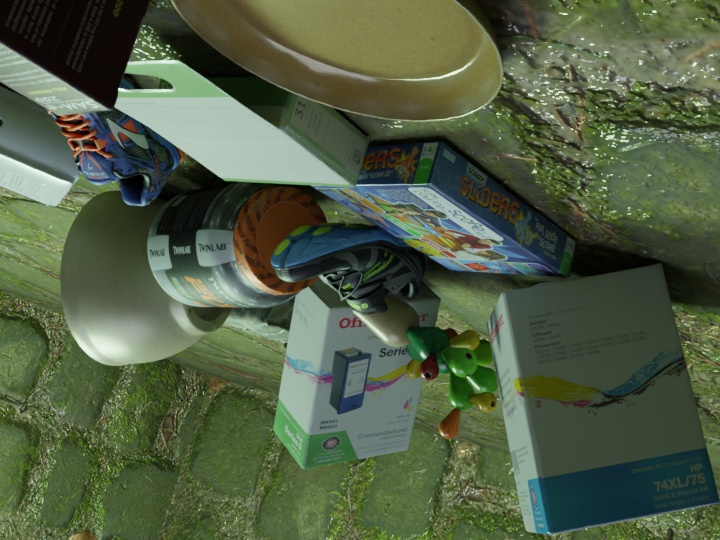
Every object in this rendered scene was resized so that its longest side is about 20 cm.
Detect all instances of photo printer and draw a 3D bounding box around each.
[{"bbox_3d":[-0.369,-0.136,0.935,0.197,0.071,0.166,23,167,-20],"label":"photo printer"}]

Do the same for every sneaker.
[{"bbox_3d":[0.000,0.000,0.875,0.070,0.085,0.198,9,-175,38],"label":"sneaker"},{"bbox_3d":[-0.212,-0.113,0.801,0.074,0.080,0.200,9,165,28],"label":"sneaker"}]

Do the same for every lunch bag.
[{"bbox_3d":[-0.062,0.042,1.176,0.198,0.120,0.163,20,171,-34],"label":"lunch bag"}]

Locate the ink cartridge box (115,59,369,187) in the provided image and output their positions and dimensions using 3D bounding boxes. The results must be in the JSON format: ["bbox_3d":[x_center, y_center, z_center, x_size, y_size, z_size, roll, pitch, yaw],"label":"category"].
[{"bbox_3d":[-0.105,-0.120,0.699,0.143,0.049,0.199,8,164,36],"label":"ink cartridge box"}]

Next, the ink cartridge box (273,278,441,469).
[{"bbox_3d":[-0.006,0.105,1.074,0.143,0.204,0.087,-3,-155,-31],"label":"ink cartridge box"}]

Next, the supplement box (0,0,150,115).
[{"bbox_3d":[-0.195,-0.171,0.467,0.060,0.111,0.199,4,161,41],"label":"supplement box"}]

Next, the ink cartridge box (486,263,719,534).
[{"bbox_3d":[0.204,0.117,0.855,0.143,0.204,0.147,-10,166,0],"label":"ink cartridge box"}]

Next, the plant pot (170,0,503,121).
[{"bbox_3d":[-0.013,-0.141,0.538,0.196,0.028,0.200,17,168,4],"label":"plant pot"}]

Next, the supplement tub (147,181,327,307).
[{"bbox_3d":[-0.121,-0.025,0.949,0.121,0.125,0.199,24,165,-31],"label":"supplement tub"}]

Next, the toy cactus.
[{"bbox_3d":[0.063,0.082,0.970,0.164,0.103,0.200,33,-174,1],"label":"toy cactus"}]

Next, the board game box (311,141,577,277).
[{"bbox_3d":[0.073,-0.046,0.802,0.134,0.035,0.199,5,163,45],"label":"board game box"}]

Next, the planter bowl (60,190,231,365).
[{"bbox_3d":[-0.225,0.010,1.100,0.132,0.204,0.200,1,162,23],"label":"planter bowl"}]
